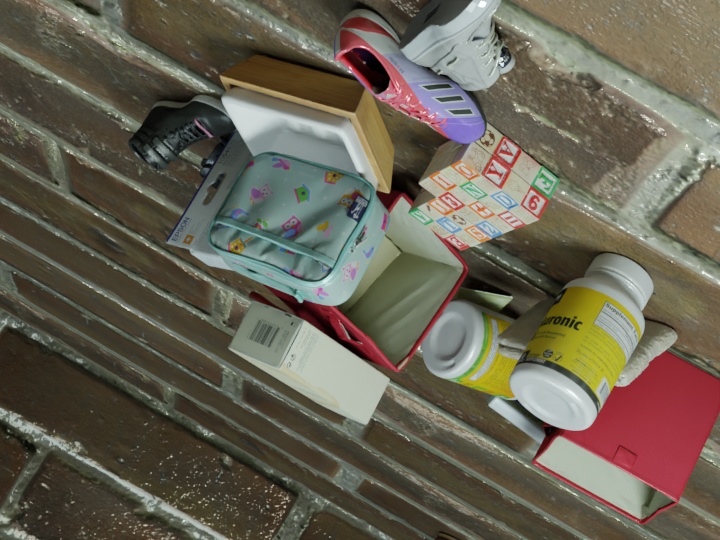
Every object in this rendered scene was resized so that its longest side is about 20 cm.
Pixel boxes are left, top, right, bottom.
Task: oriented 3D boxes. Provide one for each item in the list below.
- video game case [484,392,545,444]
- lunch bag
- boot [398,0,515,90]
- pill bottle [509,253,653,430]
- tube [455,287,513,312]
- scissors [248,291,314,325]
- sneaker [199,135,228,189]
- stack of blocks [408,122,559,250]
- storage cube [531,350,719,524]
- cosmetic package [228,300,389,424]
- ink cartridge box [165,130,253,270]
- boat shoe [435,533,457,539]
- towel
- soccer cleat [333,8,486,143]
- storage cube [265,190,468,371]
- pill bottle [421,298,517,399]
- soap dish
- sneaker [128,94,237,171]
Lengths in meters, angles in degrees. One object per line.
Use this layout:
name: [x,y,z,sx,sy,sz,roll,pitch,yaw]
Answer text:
video game case: [0.260,0.209,1.993,0.200,0.022,0.182,37,-164,-15]
lunch bag: [-0.074,-0.049,1.579,0.199,0.161,0.077,19,157,28]
boot: [0.115,-0.231,1.281,0.095,0.074,0.200,29,169,-14]
pill bottle: [0.268,0.080,1.566,0.111,0.200,0.111,28,153,16]
tube: [0.157,0.067,1.918,0.052,0.058,0.200,56,159,13]
scissors: [-0.088,0.067,1.751,0.073,0.014,0.200,48,165,-29]
sneaker: [-0.157,-0.133,1.849,0.114,0.076,0.200,37,161,-24]
stack of blocks: [0.131,-0.096,1.564,0.115,0.059,0.200,36,159,-12]
storage cube: [0.359,0.207,1.774,0.199,0.180,0.171,29,160,6]
cosmetic package: [-0.064,0.120,1.703,0.103,0.073,0.200,18,166,43]
ink cartridge box: [-0.132,-0.089,1.737,0.199,0.200,0.041,12,154,38]
boat shoe: [0.264,0.714,3.227,0.199,0.070,0.070,27,160,13]
towel: [0.284,0.091,1.686,0.199,0.132,0.035,15,124,38]
soccer cleat: [0.051,-0.192,1.413,0.200,0.073,0.068,39,133,-18]
storage cube: [0.000,0.000,1.760,0.179,0.200,0.171,16,157,50]
pill bottle: [0.191,0.118,1.852,0.200,0.112,0.111,21,169,-38]
soap dish: [-0.059,-0.178,1.605,0.199,0.081,0.158,20,157,28]
sneaker: [-0.244,-0.183,1.823,0.200,0.099,0.071,4,145,48]
